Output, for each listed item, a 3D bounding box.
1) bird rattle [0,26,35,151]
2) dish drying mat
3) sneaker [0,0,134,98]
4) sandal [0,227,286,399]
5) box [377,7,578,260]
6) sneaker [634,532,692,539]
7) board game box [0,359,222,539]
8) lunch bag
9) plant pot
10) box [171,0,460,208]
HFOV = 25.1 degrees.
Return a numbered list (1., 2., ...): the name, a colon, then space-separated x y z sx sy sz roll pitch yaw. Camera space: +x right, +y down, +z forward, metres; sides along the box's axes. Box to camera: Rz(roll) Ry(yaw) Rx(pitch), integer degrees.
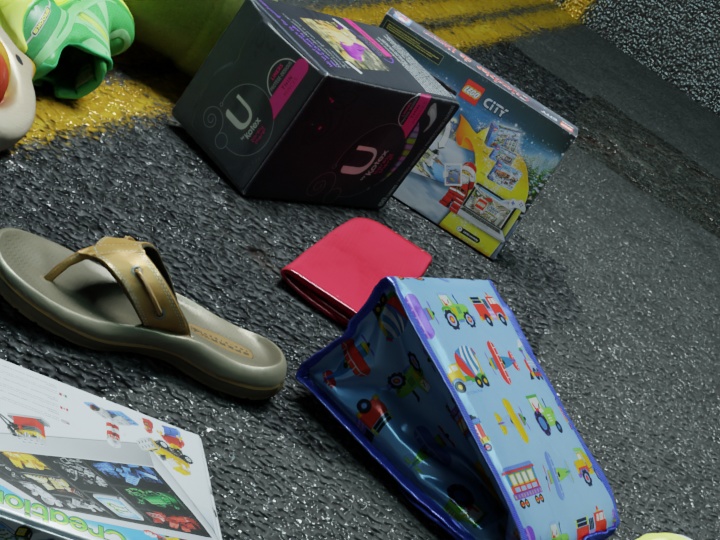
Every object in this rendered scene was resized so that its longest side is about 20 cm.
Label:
1. bird rattle: -0.268 -0.145 1.023 0.163 0.113 0.200 42 16 -28
2. dish drying mat: 0.000 0.000 1.212 0.077 0.018 0.200 34 20 5
3. sneaker: -0.222 -0.166 1.209 0.084 0.074 0.200 62 17 0
4. sandal: -0.121 0.015 0.924 0.199 0.054 0.080 24 21 -25
5. box: 0.074 -0.121 1.438 0.199 0.137 0.038 33 19 -2
6. sneaker: 0.194 0.228 0.906 0.105 0.076 0.200 1 28 -36
7. board game box: -0.157 0.087 0.723 0.199 0.035 0.126 25 20 -23
8. lunch bag: 0.081 0.105 1.000 0.200 0.094 0.150 51 22 20
9. plant pot: -0.170 -0.270 1.338 0.183 0.201 0.201 20 22 -19
10. box: -0.033 -0.132 1.311 0.106 0.122 0.200 48 24 25
